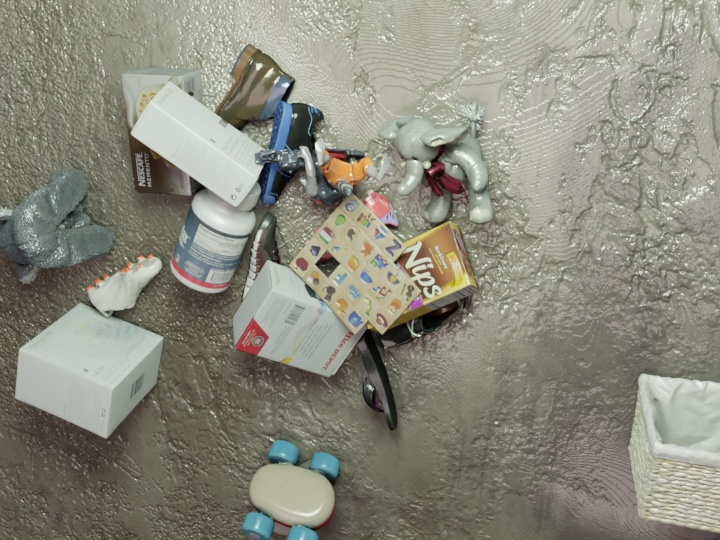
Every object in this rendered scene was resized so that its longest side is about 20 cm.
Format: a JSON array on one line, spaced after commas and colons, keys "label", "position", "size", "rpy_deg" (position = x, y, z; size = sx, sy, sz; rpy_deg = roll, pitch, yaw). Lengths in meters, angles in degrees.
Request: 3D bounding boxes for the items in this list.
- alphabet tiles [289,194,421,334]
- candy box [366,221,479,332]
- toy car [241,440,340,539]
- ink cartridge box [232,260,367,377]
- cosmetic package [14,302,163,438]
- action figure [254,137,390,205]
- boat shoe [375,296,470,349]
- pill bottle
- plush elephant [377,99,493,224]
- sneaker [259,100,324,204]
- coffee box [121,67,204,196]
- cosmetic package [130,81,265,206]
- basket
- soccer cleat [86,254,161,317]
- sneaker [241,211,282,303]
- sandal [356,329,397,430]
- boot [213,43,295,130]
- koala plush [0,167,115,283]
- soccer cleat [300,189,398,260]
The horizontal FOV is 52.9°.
[{"label": "alphabet tiles", "position": [0.000, 0.000, 1.209], "size": [0.200, 0.008, 0.168], "rpy_deg": [45, 103, 8]}, {"label": "candy box", "position": [0.091, 0.013, 1.229], "size": [0.197, 0.056, 0.119], "rpy_deg": [-25, 67, 21]}, {"label": "toy car", "position": [-0.135, 0.485, 1.475], "size": [0.173, 0.187, 0.202], "rpy_deg": [13, 144, 8]}, {"label": "ink cartridge box", "position": [-0.107, 0.090, 1.282], "size": [0.197, 0.084, 0.147], "rpy_deg": [21, 119, -28]}, {"label": "cosmetic package", "position": [-0.523, 0.187, 1.410], "size": [0.196, 0.200, 0.125], "rpy_deg": [20, 116, 5]}, {"label": "action figure", "position": [-0.065, -0.149, 1.145], "size": [0.196, 0.193, 0.107], "rpy_deg": [-2, 84, -18]}, {"label": "boat shoe", "position": [0.102, 0.085, 1.279], "size": [0.198, 0.068, 0.072], "rpy_deg": [-32, 103, 25]}, {"label": "pill bottle", "position": [-0.252, -0.074, 1.277], "size": [0.118, 0.120, 0.202], "rpy_deg": [29, 115, 1]}, {"label": "plush elephant", "position": [0.112, -0.169, 1.114], "size": [0.152, 0.164, 0.205], "rpy_deg": [2, 101, -30]}, {"label": "sneaker", "position": [-0.119, -0.190, 1.224], "size": [0.076, 0.071, 0.202], "rpy_deg": [4, 134, -21]}, {"label": "coffee box", "position": [-0.335, -0.240, 1.252], "size": [0.112, 0.080, 0.204], "rpy_deg": [6, 113, 12]}, {"label": "cosmetic package", "position": [-0.252, -0.202, 1.157], "size": [0.198, 0.102, 0.074], "rpy_deg": [35, 119, -16]}, {"label": "basket", "position": [0.552, 0.297, 1.178], "size": [0.195, 0.199, 0.164], "rpy_deg": [5, 117, 12]}, {"label": "soccer cleat", "position": [-0.447, 0.030, 1.405], "size": [0.197, 0.070, 0.078], "rpy_deg": [-21, 110, 29]}, {"label": "sneaker", "position": [-0.144, -0.006, 1.311], "size": [0.113, 0.076, 0.203], "rpy_deg": [17, 124, 0]}, {"label": "sandal", "position": [0.022, 0.201, 1.346], "size": [0.047, 0.075, 0.204], "rpy_deg": [-18, 97, 14]}, {"label": "boot", "position": [-0.185, -0.261, 1.208], "size": [0.096, 0.075, 0.203], "rpy_deg": [29, 114, 5]}, {"label": "koala plush", "position": [-0.609, -0.069, 1.357], "size": [0.197, 0.184, 0.180], "rpy_deg": [-12, 109, 31]}, {"label": "soccer cleat", "position": [-0.025, -0.058, 1.257], "size": [0.199, 0.067, 0.077], "rpy_deg": [-36, 104, 22]}]
